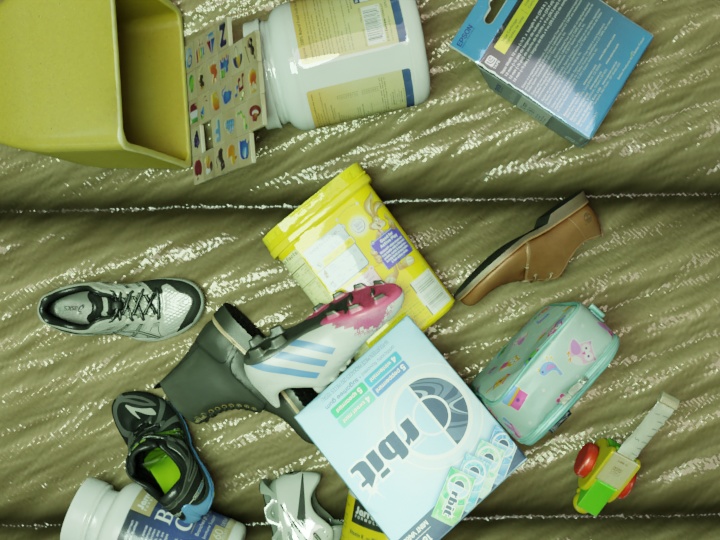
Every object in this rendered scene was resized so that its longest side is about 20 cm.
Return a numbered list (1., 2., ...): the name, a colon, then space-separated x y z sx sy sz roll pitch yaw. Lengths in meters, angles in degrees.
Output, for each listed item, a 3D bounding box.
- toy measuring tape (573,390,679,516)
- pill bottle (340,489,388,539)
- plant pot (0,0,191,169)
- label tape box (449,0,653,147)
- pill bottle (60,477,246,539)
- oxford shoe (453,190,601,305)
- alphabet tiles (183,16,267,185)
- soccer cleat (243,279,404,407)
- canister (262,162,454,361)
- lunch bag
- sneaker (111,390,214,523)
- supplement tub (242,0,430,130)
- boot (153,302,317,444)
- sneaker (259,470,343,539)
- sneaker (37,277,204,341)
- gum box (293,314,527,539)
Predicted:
1. toy measuring tape: 0.302 0.203 1.065 0.073 0.074 0.202 28 119 3
2. pill bottle: 0.033 0.306 1.068 0.112 0.114 0.205 9 89 2
3. plant pot: -0.325 -0.216 1.059 0.195 0.195 0.199 -4 89 12
4. label tape box: 0.223 -0.264 1.098 0.198 0.066 0.145 34 90 5
5. pill bottle: -0.241 0.316 1.077 0.196 0.111 0.113 20 90 2
6. oxford shoe: 0.200 -0.010 1.092 0.198 0.071 0.072 -34 93 0
7. alphabet tiles: -0.157 -0.197 1.057 0.007 0.199 0.171 -4 88 -33
8. soccer cleat: -0.033 0.083 1.027 0.197 0.070 0.088 -25 110 5
9. canister: 0.000 0.000 1.089 0.148 0.087 0.201 -37 89 1
10. lunch bag: 0.204 0.106 1.023 0.160 0.200 0.077 -45 90 -1
11. sneaker: -0.236 0.203 1.065 0.071 0.083 0.200 -45 50 0
12. supplement tub: -0.027 -0.245 1.065 0.195 0.144 0.148 -12 88 1
13. boot: -0.139 0.160 1.104 0.138 0.077 0.200 -44 77 6
14. sneaker: -0.054 0.337 1.089 0.087 0.074 0.204 -14 89 3
15. sneaker: -0.285 0.049 1.096 0.195 0.088 0.078 -6 87 0
16. gum box: 0.053 0.182 1.003 0.169 0.045 0.201 -40 78 -2
